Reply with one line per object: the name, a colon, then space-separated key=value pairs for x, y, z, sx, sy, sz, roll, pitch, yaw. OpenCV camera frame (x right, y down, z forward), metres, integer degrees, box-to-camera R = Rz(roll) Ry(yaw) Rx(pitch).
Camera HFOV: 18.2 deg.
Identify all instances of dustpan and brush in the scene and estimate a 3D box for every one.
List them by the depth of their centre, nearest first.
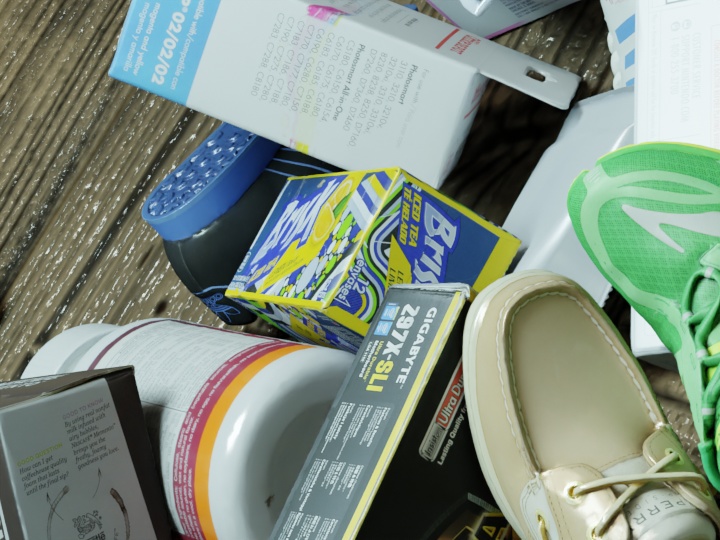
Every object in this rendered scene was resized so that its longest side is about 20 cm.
dustpan and brush: x=0.077 y=0.024 z=0.955 sx=0.201 sy=0.057 sz=0.140 roll=-59 pitch=7 yaw=-4

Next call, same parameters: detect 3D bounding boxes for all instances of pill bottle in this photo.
pill bottle: x=-0.073 y=0.080 z=1.037 sx=0.200 sy=0.109 sz=0.110 roll=8 pitch=65 yaw=52

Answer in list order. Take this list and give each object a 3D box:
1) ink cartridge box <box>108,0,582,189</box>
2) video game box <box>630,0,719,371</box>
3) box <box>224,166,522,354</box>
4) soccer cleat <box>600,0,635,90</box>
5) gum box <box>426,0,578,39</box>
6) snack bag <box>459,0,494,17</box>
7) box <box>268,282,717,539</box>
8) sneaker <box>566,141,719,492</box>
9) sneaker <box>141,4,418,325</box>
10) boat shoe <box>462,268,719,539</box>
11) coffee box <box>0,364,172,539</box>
ink cartridge box: x=-0.003 y=-0.090 z=1.047 sx=0.115 sy=0.199 sz=0.068 roll=-51 pitch=-18 yaw=-75
video game box: x=0.191 y=-0.069 z=0.839 sx=0.182 sy=0.047 sz=0.201 roll=-7 pitch=74 yaw=35
box: x=0.000 y=0.000 z=1.005 sx=0.070 sy=0.064 sz=0.200 roll=-61 pitch=14 yaw=-6
soccer cleat: x=0.133 y=-0.091 z=0.991 sx=0.087 sy=0.070 sz=0.200 roll=-59 pitch=27 yaw=18
gum box: x=0.112 y=-0.201 z=1.115 sx=0.199 sy=0.066 sz=0.114 roll=-20 pitch=46 yaw=38
snack bag: x=0.074 y=-0.231 z=1.106 sx=0.189 sy=0.021 sz=0.200 roll=-50 pitch=36 yaw=6
box: x=0.035 y=0.130 z=0.820 sx=0.049 sy=0.160 sz=0.201 roll=3 pitch=61 yaw=50
sneaker: x=0.144 y=0.031 z=0.772 sx=0.200 sy=0.083 sz=0.074 roll=49 pitch=118 yaw=18
sneaker: x=-0.026 y=-0.056 z=1.152 sx=0.200 sy=0.078 sz=0.070 roll=-44 pitch=26 yaw=-28
boat shoe: x=0.096 y=0.092 z=0.771 sx=0.073 sy=0.201 sz=0.069 roll=-23 pitch=0 yaw=-18
coffee box: x=-0.138 y=0.150 z=0.977 sx=0.113 sy=0.080 sz=0.201 roll=-8 pitch=96 yaw=45
